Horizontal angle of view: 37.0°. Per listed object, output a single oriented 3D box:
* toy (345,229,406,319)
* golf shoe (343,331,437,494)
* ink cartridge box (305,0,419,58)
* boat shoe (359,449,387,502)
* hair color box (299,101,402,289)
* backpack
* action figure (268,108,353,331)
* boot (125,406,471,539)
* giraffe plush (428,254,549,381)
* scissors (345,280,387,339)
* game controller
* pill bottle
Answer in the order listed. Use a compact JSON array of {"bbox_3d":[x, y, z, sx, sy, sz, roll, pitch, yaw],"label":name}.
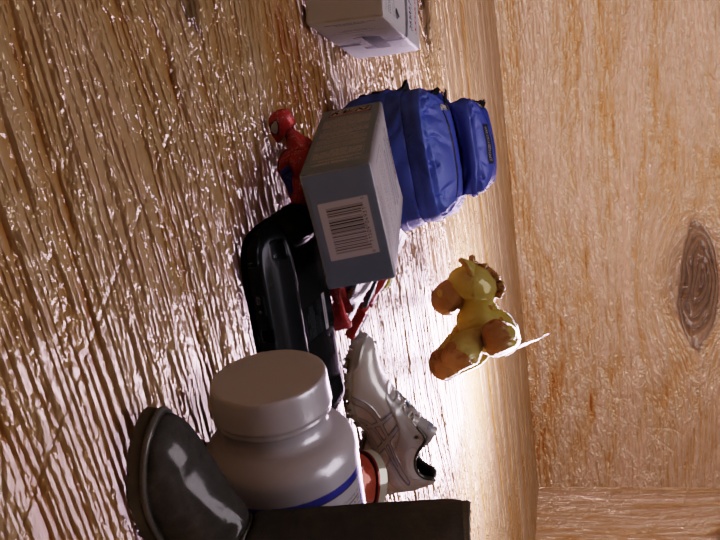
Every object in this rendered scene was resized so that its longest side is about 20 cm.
[{"bbox_3d":[0.000,0.000,1.115,0.116,0.047,0.200,-62,170,1],"label":"toy"},{"bbox_3d":[0.035,0.154,1.174,0.078,0.096,0.201,-65,148,-59],"label":"golf shoe"},{"bbox_3d":[0.003,-0.316,1.143,0.200,0.083,0.146,-8,94,-77],"label":"ink cartridge box"},{"bbox_3d":[-0.023,0.260,0.979,0.062,0.071,0.202,-1,105,-40],"label":"boat shoe"},{"bbox_3d":[-0.003,-0.071,0.934,0.200,0.060,0.100,-79,158,-67],"label":"hair color box"},{"bbox_3d":[0.061,-0.131,1.186,0.200,0.167,0.164,-23,98,-74],"label":"backpack"},{"bbox_3d":[-0.048,-0.045,0.957,0.065,0.051,0.202,-72,153,-68],"label":"action figure"},{"bbox_3d":[-0.031,0.157,0.664,0.073,0.198,0.183,-71,154,-51],"label":"boot"},{"bbox_3d":[0.178,0.064,1.698,0.163,0.199,0.173,66,-22,10],"label":"giraffe plush"},{"bbox_3d":[0.005,0.034,0.989,0.073,0.014,0.200,-59,179,0],"label":"scissors"},{"bbox_3d":[-0.055,0.048,0.908,0.104,0.042,0.202,-50,137,-59],"label":"game controller"},{"bbox_3d":[-0.051,0.164,0.770,0.112,0.111,0.202,-62,147,-65],"label":"pill bottle"}]
